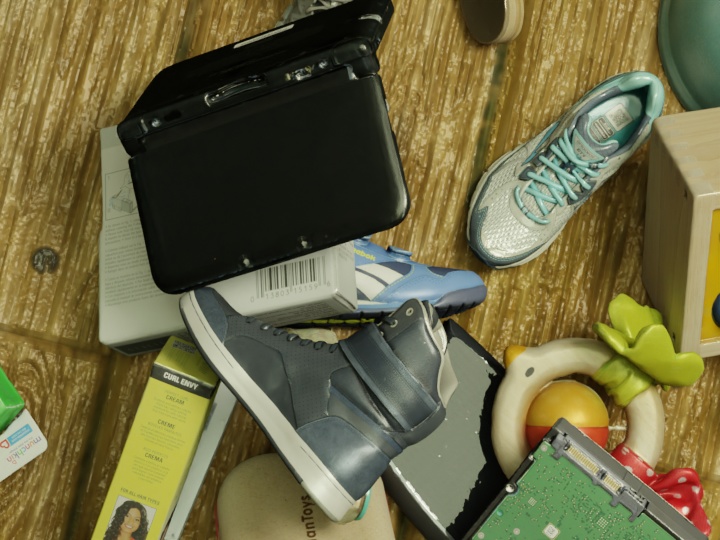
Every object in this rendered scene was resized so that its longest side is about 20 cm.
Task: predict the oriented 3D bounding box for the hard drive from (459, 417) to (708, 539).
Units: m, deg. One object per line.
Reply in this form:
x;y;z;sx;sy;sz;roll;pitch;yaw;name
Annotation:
0.138;0.223;1.286;0.139;0.038;0.201;38;116;7;hard drive

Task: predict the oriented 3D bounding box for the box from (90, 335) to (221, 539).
-0.154;0.154;1.289;0.050;0.075;0.202;20;104;-1;box

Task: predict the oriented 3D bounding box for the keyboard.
-0.127;0.107;1.362;0.056;0.011;0.202;24;82;-7;keyboard

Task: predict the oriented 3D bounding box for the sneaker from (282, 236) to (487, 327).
0.000;0.000;1.353;0.198;0.074;0.083;2;76;-9;sneaker

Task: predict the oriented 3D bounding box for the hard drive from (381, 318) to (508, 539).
0.092;0.150;1.357;0.135;0.042;0.200;-40;88;-8;hard drive

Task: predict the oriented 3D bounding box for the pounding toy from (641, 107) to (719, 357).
0.326;-0.035;1.306;0.198;0.185;0.143;-9;40;-6;pounding toy

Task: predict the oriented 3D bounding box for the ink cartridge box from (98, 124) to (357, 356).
-0.103;-0.040;1.322;0.198;0.044;0.175;-12;68;22;ink cartridge box

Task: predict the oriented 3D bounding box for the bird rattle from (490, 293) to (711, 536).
0.178;0.121;1.318;0.161;0.113;0.202;2;101;7;bird rattle

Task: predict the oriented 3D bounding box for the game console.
-0.061;-0.094;1.270;0.198;0.176;0.117;-16;113;18;game console

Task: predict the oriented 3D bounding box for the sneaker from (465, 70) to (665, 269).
0.157;-0.086;1.368;0.078;0.086;0.200;43;82;2;sneaker

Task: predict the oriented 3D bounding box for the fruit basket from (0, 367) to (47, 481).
-0.359;0.111;1.314;0.199;0.094;0.186;-36;87;8;fruit basket

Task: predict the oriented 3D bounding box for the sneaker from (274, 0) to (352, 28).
-0.028;-0.196;1.350;0.074;0.116;0.202;16;82;-3;sneaker

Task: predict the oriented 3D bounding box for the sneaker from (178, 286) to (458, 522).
-0.023;0.052;1.220;0.146;0.077;0.203;-42;64;-1;sneaker

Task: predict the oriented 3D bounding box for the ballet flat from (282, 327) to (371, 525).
-0.037;0.111;1.290;0.062;0.201;0.068;14;118;-17;ballet flat

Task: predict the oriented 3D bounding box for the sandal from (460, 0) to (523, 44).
0.112;-0.287;1.410;0.069;0.077;0.214;-8;91;-37;sandal

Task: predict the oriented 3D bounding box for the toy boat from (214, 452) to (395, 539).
-0.037;0.235;1.301;0.129;0.132;0.201;-6;42;-5;toy boat

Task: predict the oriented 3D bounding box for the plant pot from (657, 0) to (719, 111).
0.344;-0.199;1.374;0.198;0.134;0.203;1;84;-5;plant pot
